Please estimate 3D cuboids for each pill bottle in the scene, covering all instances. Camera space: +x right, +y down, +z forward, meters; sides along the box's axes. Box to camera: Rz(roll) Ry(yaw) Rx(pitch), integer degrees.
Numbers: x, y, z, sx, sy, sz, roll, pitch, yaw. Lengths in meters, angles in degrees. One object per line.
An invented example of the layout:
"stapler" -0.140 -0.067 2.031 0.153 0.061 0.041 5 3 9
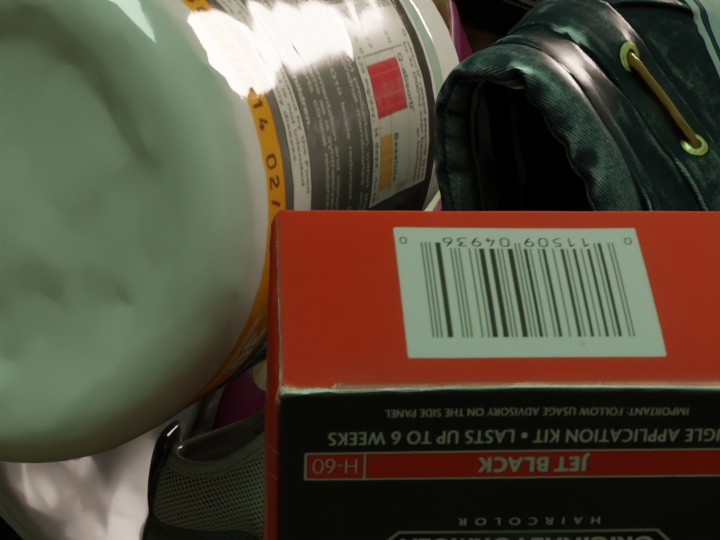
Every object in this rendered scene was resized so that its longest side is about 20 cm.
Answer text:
"pill bottle" -0.047 -0.032 0.588 0.116 0.117 0.200 15 15 16

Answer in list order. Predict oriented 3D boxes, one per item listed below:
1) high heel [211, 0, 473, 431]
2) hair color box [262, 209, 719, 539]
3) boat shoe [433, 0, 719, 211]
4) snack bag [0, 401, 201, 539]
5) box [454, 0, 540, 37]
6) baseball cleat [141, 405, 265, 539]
"high heel" 0.000 0.000 0.707 0.067 0.096 0.200 13 38 14
"hair color box" 0.028 0.084 0.509 0.101 0.201 0.061 -1 37 -3
"boat shoe" 0.078 0.023 0.611 0.071 0.201 0.091 -13 15 41
"snack bag" -0.102 -0.021 0.656 0.021 0.200 0.189 -29 21 23
"box" 0.157 -0.117 0.914 0.199 0.044 0.160 25 43 28
"baseball cleat" 0.042 0.077 0.598 0.199 0.107 0.070 6 22 1
